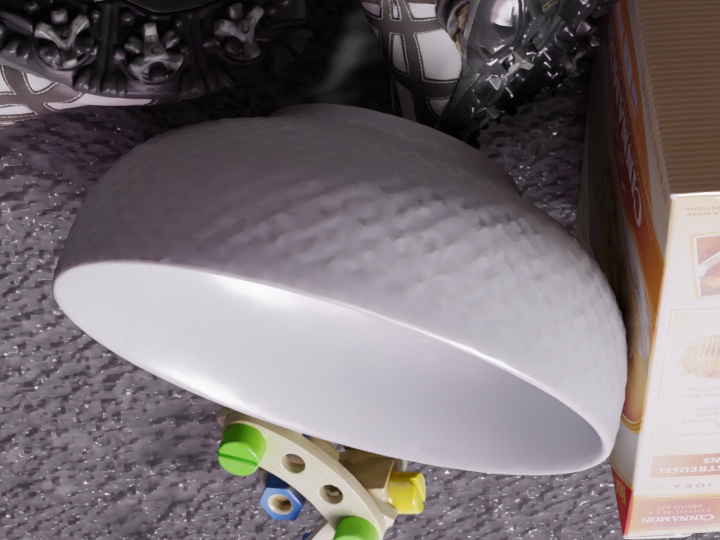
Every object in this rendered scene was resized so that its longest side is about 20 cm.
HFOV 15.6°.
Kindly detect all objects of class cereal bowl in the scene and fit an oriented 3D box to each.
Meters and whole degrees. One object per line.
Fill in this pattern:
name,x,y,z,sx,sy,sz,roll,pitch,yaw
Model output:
cereal bowl,0.000,0.000,0.908,0.199,0.084,0.200,16,163,5

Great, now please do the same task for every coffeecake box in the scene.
coffeecake box,0.124,-0.024,0.920,0.073,0.154,0.200,-3,143,-2

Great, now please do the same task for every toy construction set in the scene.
toy construction set,0.027,0.049,1.058,0.199,0.092,0.131,-27,113,16

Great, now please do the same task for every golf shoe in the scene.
golf shoe,0.033,-0.098,0.895,0.078,0.095,0.200,-36,171,-16
golf shoe,-0.120,-0.084,0.889,0.199,0.078,0.094,0,167,-10
